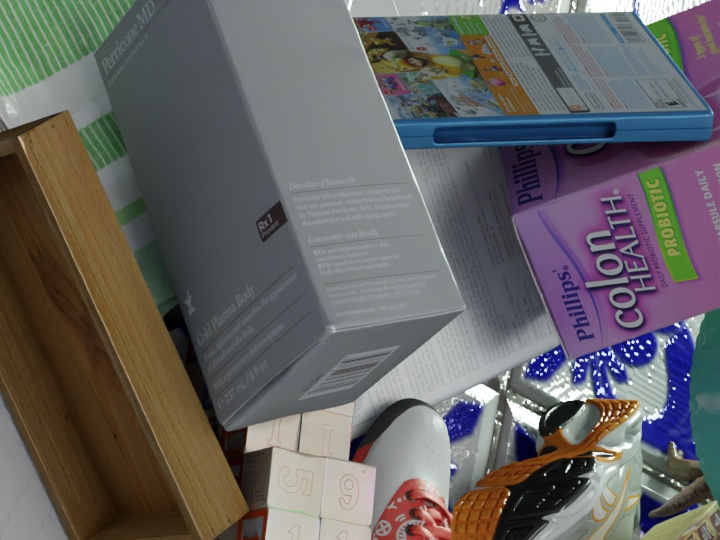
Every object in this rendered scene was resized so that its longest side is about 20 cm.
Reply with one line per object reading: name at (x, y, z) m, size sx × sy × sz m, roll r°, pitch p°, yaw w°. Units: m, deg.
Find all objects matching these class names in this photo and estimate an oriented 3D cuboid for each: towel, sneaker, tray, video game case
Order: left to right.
tray at (-0.131, 0.033, 1.016) m, size 0.037 × 0.098 × 0.202 m, roll -32°, pitch 104°, yaw -42°
towel at (-0.118, -0.085, 1.069) m, size 0.152 × 0.023 × 0.201 m, roll -37°, pitch 92°, yaw -40°
sneaker at (0.031, 0.163, 1.124) m, size 0.067 × 0.107 × 0.203 m, roll 38°, pitch 65°, yaw -37°
video game case at (0.069, -0.101, 1.158) m, size 0.198 × 0.143 × 0.018 m, roll -2°, pitch 119°, yaw -11°
sneaker at (0.116, 0.146, 1.237) m, size 0.200 × 0.075 × 0.093 m, roll -35°, pitch 115°, yaw -54°

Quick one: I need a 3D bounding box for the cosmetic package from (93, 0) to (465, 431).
cosmetic package at (-0.041, -0.043, 1.013) m, size 0.090 × 0.107 × 0.201 m, roll -10°, pitch 67°, yaw -38°

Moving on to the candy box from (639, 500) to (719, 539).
candy box at (0.160, 0.221, 1.190) m, size 0.200 × 0.055 × 0.116 m, roll -31°, pitch 91°, yaw -49°

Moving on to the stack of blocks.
stack of blocks at (-0.045, 0.111, 1.064) m, size 0.058 × 0.115 × 0.202 m, roll 15°, pitch 72°, yaw -27°

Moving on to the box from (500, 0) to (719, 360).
box at (0.183, -0.064, 1.217) m, size 0.176 × 0.198 × 0.097 m, roll -91°, pitch 158°, yaw -61°

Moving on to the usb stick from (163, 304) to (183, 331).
usb stick at (-0.084, -0.059, 1.119) m, size 0.055 × 0.033 × 0.201 m, roll 25°, pitch 62°, yaw -7°

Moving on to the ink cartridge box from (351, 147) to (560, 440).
ink cartridge box at (0.000, 0.000, 1.200) m, size 0.199 × 0.057 × 0.164 m, roll -23°, pitch 98°, yaw -23°

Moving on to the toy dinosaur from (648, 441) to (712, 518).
toy dinosaur at (0.268, 0.149, 1.352) m, size 0.199 × 0.135 × 0.087 m, roll 28°, pitch 64°, yaw -36°

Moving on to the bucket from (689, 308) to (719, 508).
bucket at (0.289, 0.069, 1.227) m, size 0.206 × 0.134 × 0.210 m, roll 1°, pitch 88°, yaw -41°
